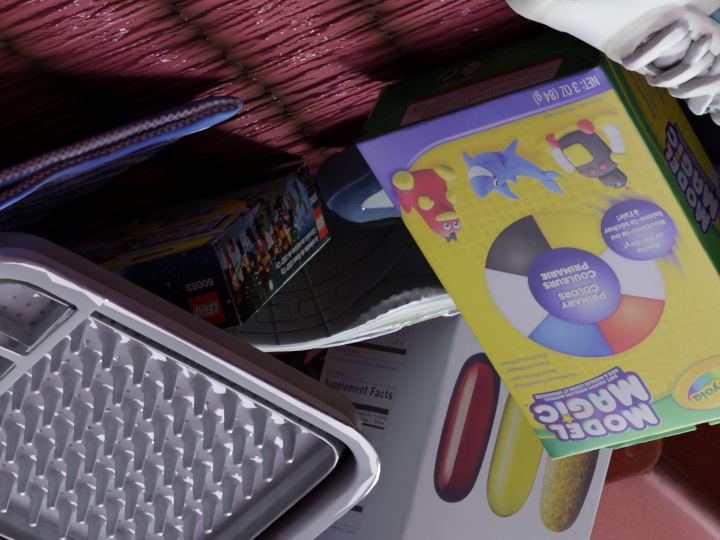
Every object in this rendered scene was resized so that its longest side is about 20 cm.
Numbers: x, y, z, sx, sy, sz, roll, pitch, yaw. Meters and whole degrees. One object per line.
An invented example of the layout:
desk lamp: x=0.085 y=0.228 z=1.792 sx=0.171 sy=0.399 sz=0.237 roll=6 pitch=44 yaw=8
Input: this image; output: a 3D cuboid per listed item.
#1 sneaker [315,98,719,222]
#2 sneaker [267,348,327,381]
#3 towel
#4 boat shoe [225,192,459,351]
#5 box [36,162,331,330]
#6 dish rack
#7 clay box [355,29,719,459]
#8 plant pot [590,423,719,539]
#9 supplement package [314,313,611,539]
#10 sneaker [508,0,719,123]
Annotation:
sneaker: x=0.080 y=-0.033 z=1.235 sx=0.200 sy=0.082 sz=0.070 roll=-12 pitch=170 yaw=15
sneaker: x=-0.012 y=0.060 z=1.599 sx=0.086 sy=0.080 sz=0.200 roll=-29 pitch=180 yaw=30
towel: x=-0.153 y=-0.017 z=1.185 sx=0.145 sy=0.024 sz=0.200 roll=-24 pitch=180 yaw=-39
boat shoe: x=0.001 y=-0.002 z=1.341 sx=0.202 sy=0.075 sz=0.065 roll=-12 pitch=165 yaw=0
box: x=-0.125 y=0.011 z=1.260 sx=0.200 sy=0.038 sz=0.137 roll=-14 pitch=-169 yaw=19
dish rack: x=-0.109 y=0.063 z=1.185 sx=0.200 sy=0.044 sz=0.172 roll=29 pitch=130 yaw=-23
clay box: x=0.098 y=-0.001 z=1.191 sx=0.115 sy=0.200 sz=0.048 roll=-17 pitch=-151 yaw=31
plant pot: x=0.168 y=0.110 z=1.662 sx=0.200 sy=0.200 sz=0.176 roll=-18 pitch=138 yaw=35
supplement package: x=0.043 y=0.100 z=1.435 sx=0.114 sy=0.200 sz=0.109 roll=17 pitch=175 yaw=-32
sneaker: x=0.138 y=-0.078 z=1.023 sx=0.200 sy=0.094 sz=0.070 roll=2 pitch=163 yaw=-38
